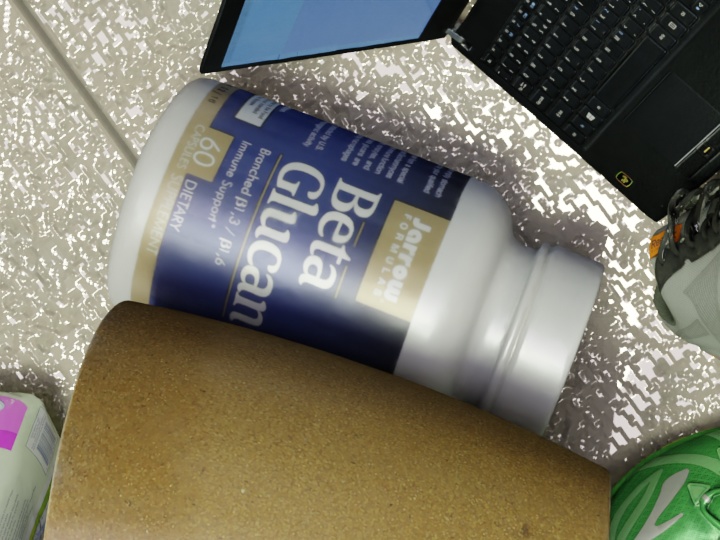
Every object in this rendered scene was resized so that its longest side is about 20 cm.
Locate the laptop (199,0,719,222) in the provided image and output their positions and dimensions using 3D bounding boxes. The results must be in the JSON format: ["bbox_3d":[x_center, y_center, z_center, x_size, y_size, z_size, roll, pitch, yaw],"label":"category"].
[{"bbox_3d":[0.054,-0.083,0.683,0.200,0.177,0.103,41,68,1],"label":"laptop"}]

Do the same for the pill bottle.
[{"bbox_3d":[0.000,0.000,0.751,0.198,0.111,0.112,21,102,5],"label":"pill bottle"}]

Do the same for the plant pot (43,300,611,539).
[{"bbox_3d":[-0.005,0.116,0.672,0.198,0.186,0.188,6,100,6],"label":"plant pot"}]

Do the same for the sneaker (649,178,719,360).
[{"bbox_3d":[0.154,-0.010,0.691,0.079,0.201,0.074,23,69,15],"label":"sneaker"}]

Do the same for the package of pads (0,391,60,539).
[{"bbox_3d":[-0.251,0.125,0.790,0.198,0.155,0.069,4,136,9],"label":"package of pads"}]

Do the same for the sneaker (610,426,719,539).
[{"bbox_3d":[0.187,0.091,0.743,0.199,0.084,0.075,-24,76,9],"label":"sneaker"}]
